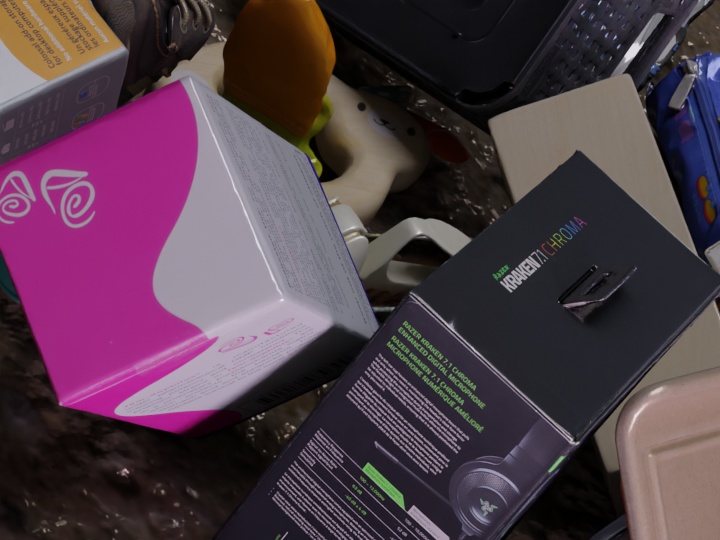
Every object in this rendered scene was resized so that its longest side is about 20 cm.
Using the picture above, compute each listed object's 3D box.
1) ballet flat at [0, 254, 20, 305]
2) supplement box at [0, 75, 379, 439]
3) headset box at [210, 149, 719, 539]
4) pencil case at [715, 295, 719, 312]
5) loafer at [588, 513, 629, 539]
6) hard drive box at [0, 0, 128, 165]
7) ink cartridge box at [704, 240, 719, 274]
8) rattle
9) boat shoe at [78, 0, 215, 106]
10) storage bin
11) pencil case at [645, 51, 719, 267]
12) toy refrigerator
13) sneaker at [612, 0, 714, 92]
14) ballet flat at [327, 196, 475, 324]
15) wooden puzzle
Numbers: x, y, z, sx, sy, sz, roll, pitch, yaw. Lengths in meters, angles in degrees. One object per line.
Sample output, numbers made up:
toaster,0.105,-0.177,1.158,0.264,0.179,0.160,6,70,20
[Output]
ballet flat,-0.157,-0.062,1.341,0.067,0.068,0.200,5,47,-47
supplement box,-0.069,0.001,1.215,0.200,0.101,0.104,29,38,-77
headset box,0.048,0.061,1.257,0.093,0.200,0.174,42,34,7
pencil case,0.179,0.095,1.439,0.087,0.088,0.200,3,48,-39
loafer,0.110,0.154,1.313,0.199,0.072,0.063,-22,65,-37
hard drive box,-0.225,-0.086,1.238,0.200,0.077,0.156,-30,69,-29
ink cartridge box,0.261,0.059,1.467,0.146,0.083,0.200,63,9,31
rattle,-0.001,-0.100,1.461,0.199,0.143,0.130,-7,35,-38
boat shoe,-0.110,-0.120,1.341,0.073,0.200,0.075,-30,92,-12
storage bin,0.058,-0.159,1.513,0.200,0.135,0.094,36,2,37
pencil case,0.207,-0.041,1.618,0.087,0.078,0.201,50,23,-37
toy refrigerator,0.127,0.013,1.409,0.076,0.070,0.201,-18,61,2
sneaker,0.161,-0.163,1.722,0.077,0.076,0.200,41,33,-1
ballet flat,0.000,0.000,1.398,0.199,0.071,0.069,2,50,-39
wooden puzzle,0.169,0.138,1.283,0.185,0.037,0.201,-9,95,-53
